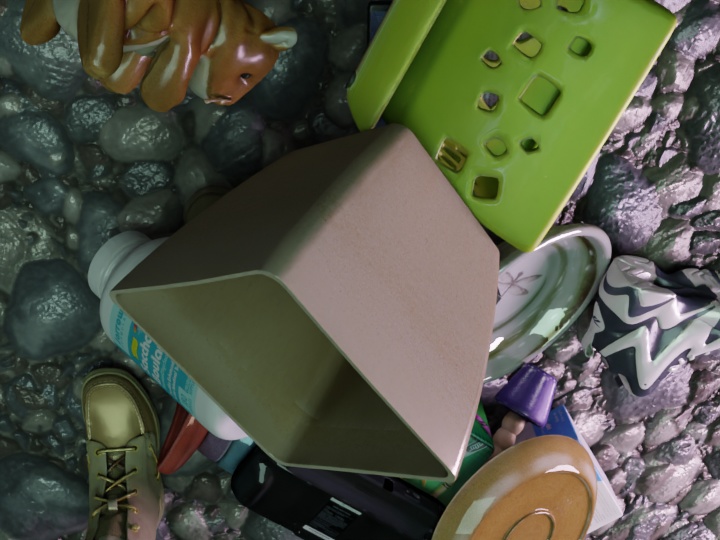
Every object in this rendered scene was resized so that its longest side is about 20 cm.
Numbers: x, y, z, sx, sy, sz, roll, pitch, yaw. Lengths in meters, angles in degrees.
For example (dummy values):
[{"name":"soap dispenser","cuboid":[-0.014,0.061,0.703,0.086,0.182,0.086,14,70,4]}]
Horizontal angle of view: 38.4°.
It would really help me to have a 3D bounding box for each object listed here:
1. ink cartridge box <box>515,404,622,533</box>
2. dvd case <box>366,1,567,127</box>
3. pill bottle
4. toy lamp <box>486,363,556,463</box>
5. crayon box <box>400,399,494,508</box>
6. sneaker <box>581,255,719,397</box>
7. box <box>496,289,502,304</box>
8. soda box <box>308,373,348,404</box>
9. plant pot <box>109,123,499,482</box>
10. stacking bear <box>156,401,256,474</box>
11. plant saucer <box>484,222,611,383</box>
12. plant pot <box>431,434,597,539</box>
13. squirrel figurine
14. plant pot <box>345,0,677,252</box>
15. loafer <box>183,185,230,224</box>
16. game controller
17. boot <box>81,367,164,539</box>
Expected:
[{"name":"ink cartridge box","cuboid":[0.154,0.242,1.076,0.199,0.068,0.116,-29,114,9]},{"name":"dvd case","cuboid":[0.103,-0.164,0.911,0.198,0.018,0.144,0,114,-3]},{"name":"pill bottle","cuboid":[-0.147,0.045,0.883,0.200,0.110,0.111,35,116,28]},{"name":"toy lamp","cuboid":[0.127,0.184,1.004,0.058,0.058,0.201,34,85,-18]},{"name":"crayon box","cuboid":[0.043,0.200,1.022,0.058,0.119,0.200,31,110,-17]},{"name":"sneaker","cuboid":[0.305,0.069,1.005,0.198,0.080,0.130,10,126,-20]},{"name":"box","cuboid":[0.063,0.014,0.890,0.035,0.200,0.110,30,110,-14]},{"name":"soda box","cuboid":[0.008,0.105,0.928,0.068,0.200,0.064,-22,92,8]},{"name":"plant pot","cuboid":[-0.016,0.012,0.733,0.199,0.178,0.200,-6,132,49]},{"name":"stacking bear","cuboid":[-0.073,0.158,0.981,0.199,0.122,0.114,25,134,-14]},{"name":"plant saucer","cuboid":[0.139,0.023,0.952,0.199,0.050,0.201,-27,146,-20]},{"name":"plant pot","cuboid":[0.153,0.248,0.979,0.199,0.027,0.201,-16,123,-26]},{"name":"squirrel figurine","cuboid":[-0.133,-0.220,0.790,0.186,0.141,0.202,12,95,-42]},{"name":"plant pot","cuboid":[0.100,-0.161,0.797,0.181,0.200,0.200,29,108,-6]},{"name":"loafer","cuboid":[-0.080,0.004,0.950,0.199,0.068,0.076,34,109,-17]},{"name":"game controller","cuboid":[-0.018,0.212,0.939,0.199,0.042,0.104,33,124,-19]},{"name":"boot","cuboid":[-0.234,0.211,0.988,0.072,0.156,0.201,-4,115,-2]}]
